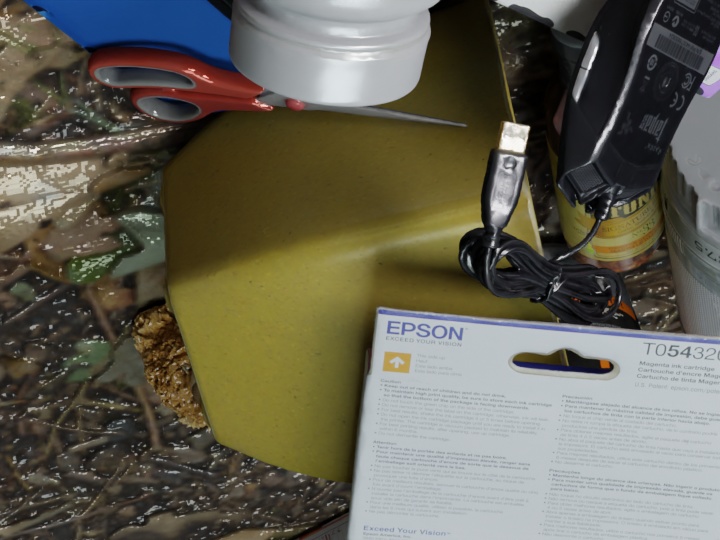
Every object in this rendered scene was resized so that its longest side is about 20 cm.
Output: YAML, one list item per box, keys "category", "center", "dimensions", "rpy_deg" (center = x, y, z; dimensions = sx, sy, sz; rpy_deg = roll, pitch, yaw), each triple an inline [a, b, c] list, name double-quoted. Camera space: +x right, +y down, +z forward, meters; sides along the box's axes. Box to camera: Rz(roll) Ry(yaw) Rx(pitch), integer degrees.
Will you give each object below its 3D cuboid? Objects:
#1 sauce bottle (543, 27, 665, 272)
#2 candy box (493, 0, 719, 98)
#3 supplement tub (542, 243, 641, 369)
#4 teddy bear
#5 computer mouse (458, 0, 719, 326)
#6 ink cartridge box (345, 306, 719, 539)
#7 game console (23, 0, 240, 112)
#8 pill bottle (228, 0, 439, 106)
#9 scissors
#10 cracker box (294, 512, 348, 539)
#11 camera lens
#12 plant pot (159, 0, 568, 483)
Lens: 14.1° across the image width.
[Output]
- category: "sauce bottle"
  center: [0.136, -0.077, 1.647]
  dimensions: [0.066, 0.066, 0.200]
  rpy_deg: [-18, 144, 0]
- category: "candy box"
  center: [0.156, -0.189, 1.447]
  dimensions: [0.200, 0.072, 0.168]
  rpy_deg: [19, 131, -39]
- category: "supplement tub"
  center: [0.126, 0.093, 1.746]
  dimensions: [0.122, 0.200, 0.123]
  rpy_deg: [-11, 143, -9]
- category: "teddy bear"
  center: [-0.033, 0.036, 1.722]
  dimensions: [0.200, 0.067, 0.145]
  rpy_deg: [-11, 140, -9]
- category: "computer mouse"
  center: [0.105, -0.074, 1.412]
  dimensions: [0.140, 0.046, 0.200]
  rpy_deg: [10, 103, -53]
- category: "ink cartridge box"
  center: [0.095, 0.093, 1.500]
  dimensions: [0.196, 0.043, 0.200]
  rpy_deg: [5, 127, -2]
- category: "game console"
  center: [-0.072, -0.172, 1.482]
  dimensions: [0.171, 0.118, 0.200]
  rpy_deg: [-55, 139, -3]
- category: "pill bottle"
  center: [-0.004, -0.187, 1.363]
  dimensions: [0.114, 0.114, 0.200]
  rpy_deg: [-2, 120, -19]
- category: "scissors"
  center: [-0.047, -0.092, 1.498]
  dimensions: [0.200, 0.014, 0.073]
  rpy_deg: [5, 156, 28]
- category: "cracker box"
  center: [0.070, 0.189, 1.966]
  dimensions: [0.200, 0.058, 0.134]
  rpy_deg: [-28, 142, 15]
- category: "camera lens"
  center: [0.258, -0.025, 1.682]
  dimensions: [0.160, 0.160, 0.200]
  rpy_deg: [-17, 143, 0]
- category: "plant pot"
  center: [0.000, 0.000, 1.566]
  dimensions: [0.200, 0.196, 0.194]
  rpy_deg: [-13, 128, 3]
